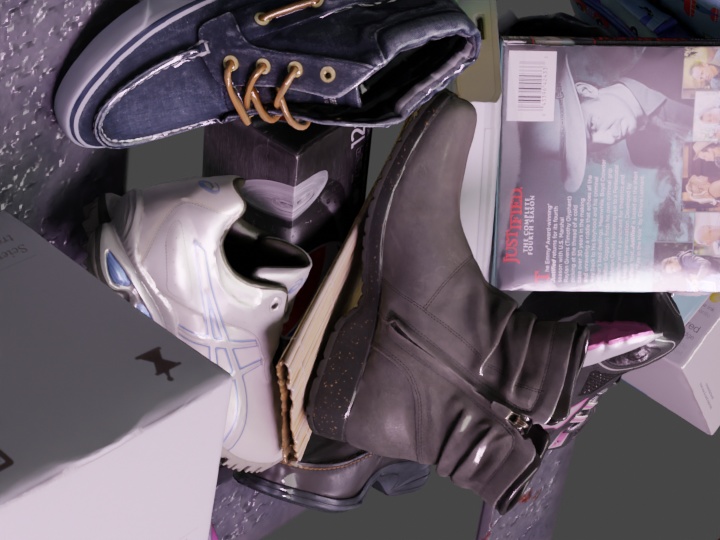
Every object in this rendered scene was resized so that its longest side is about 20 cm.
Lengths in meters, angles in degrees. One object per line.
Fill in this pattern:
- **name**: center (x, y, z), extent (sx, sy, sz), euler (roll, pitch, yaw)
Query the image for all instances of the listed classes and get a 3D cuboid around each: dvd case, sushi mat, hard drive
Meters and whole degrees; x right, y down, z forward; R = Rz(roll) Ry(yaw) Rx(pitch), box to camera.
- **dvd case**: center (0.174, -0.058, 1.365), extent (0.022, 0.199, 0.147), euler (-100, -170, -72)
- **sushi mat**: center (0.000, 0.000, 1.316), extent (0.096, 0.012, 0.200), euler (87, 26, -54)
- **hard drive**: center (0.061, -0.060, 1.408), extent (0.132, 0.026, 0.200), euler (-90, -179, -47)

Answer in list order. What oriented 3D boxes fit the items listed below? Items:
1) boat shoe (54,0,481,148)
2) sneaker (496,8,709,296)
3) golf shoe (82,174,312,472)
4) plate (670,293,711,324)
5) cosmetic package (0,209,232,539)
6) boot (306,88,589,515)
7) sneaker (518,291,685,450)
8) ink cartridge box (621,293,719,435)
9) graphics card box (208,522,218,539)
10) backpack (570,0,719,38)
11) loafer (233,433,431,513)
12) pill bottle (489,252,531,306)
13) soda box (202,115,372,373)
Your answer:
- **boat shoe**: center (-0.044, -0.097, 1.174), extent (0.200, 0.091, 0.071), euler (-29, 147, -6)
- **sneaker**: center (0.138, -0.076, 1.408), extent (0.079, 0.199, 0.130), euler (-34, 156, 8)
- **golf shoe**: center (-0.062, 0.029, 1.264), extent (0.097, 0.078, 0.200), euler (-20, 136, 11)
- **plate**: center (0.211, -0.007, 1.534), extent (0.200, 0.026, 0.200), euler (-54, 180, 0)
- **cosmetic package**: center (-0.181, 0.113, 1.148), extent (0.165, 0.165, 0.200), euler (-28, 140, -42)
- **boot**: center (0.062, 0.016, 1.276), extent (0.068, 0.130, 0.201), euler (12, 95, -75)
- **sneaker**: center (0.116, 0.061, 1.460), extent (0.086, 0.200, 0.080), euler (47, 48, -24)
- **ink cartridge box**: center (0.240, -0.017, 1.699), extent (0.200, 0.128, 0.125), euler (-53, 151, -10)
- **graphics card box**: center (-0.131, 0.206, 1.435), extent (0.125, 0.051, 0.200), euler (-44, 148, -21)
- **backpack**: center (0.199, -0.177, 1.421), extent (0.134, 0.183, 0.200), euler (-38, 152, -8)
- **loafer**: center (-0.013, 0.099, 1.499), extent (0.200, 0.073, 0.073), euler (-9, 118, -65)
- **pill bottle**: center (0.135, -0.015, 1.561), extent (0.200, 0.109, 0.109), euler (-54, 151, -6)
- **soda box**: center (-0.043, -0.013, 1.329), extent (0.063, 0.071, 0.200), euler (-35, 144, -37)
